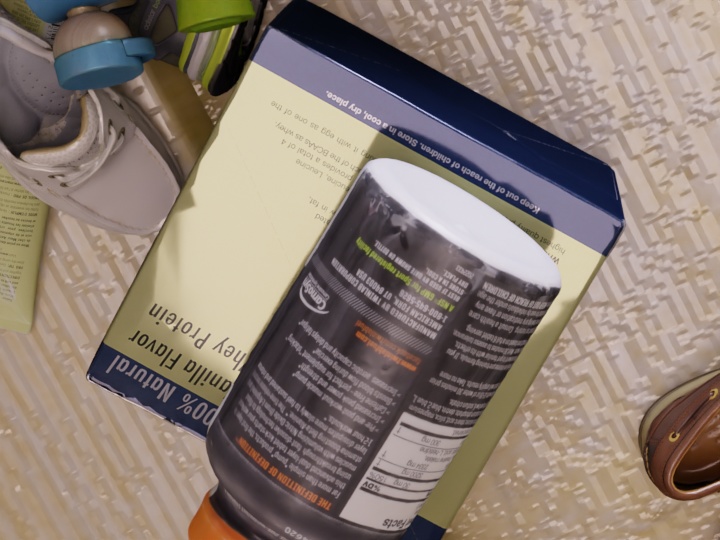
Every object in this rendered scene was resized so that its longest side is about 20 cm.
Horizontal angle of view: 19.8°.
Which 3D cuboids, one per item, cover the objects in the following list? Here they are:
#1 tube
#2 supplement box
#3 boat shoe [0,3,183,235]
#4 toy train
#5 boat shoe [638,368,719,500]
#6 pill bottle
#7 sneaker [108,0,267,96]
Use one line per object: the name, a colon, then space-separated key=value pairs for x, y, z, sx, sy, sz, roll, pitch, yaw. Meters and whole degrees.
tube: x=-0.191 y=-0.064 z=1.101 sx=0.058 sy=0.052 sz=0.201 roll=24 pitch=108 yaw=22
supplement box: x=0.000 y=0.000 z=1.053 sx=0.199 sy=0.134 sz=0.201 roll=28 pitch=104 yaw=-2
boat shoe: x=-0.155 y=-0.071 z=1.042 sx=0.071 sy=0.069 sz=0.200 roll=-50 pitch=130 yaw=0
toy train: x=-0.075 y=-0.166 z=0.972 sx=0.199 sy=0.085 sz=0.116 roll=-16 pitch=88 yaw=21
boat shoe: x=0.236 y=0.060 z=1.081 sx=0.200 sy=0.068 sz=0.072 roll=-36 pitch=98 yaw=12
pill bottle: x=-0.002 y=0.058 z=0.943 sx=0.106 sy=0.106 sz=0.201 roll=31 pitch=104 yaw=-3
sneaker: x=-0.077 y=-0.194 z=1.047 sx=0.080 sy=0.074 sz=0.201 roll=18 pitch=103 yaw=4
